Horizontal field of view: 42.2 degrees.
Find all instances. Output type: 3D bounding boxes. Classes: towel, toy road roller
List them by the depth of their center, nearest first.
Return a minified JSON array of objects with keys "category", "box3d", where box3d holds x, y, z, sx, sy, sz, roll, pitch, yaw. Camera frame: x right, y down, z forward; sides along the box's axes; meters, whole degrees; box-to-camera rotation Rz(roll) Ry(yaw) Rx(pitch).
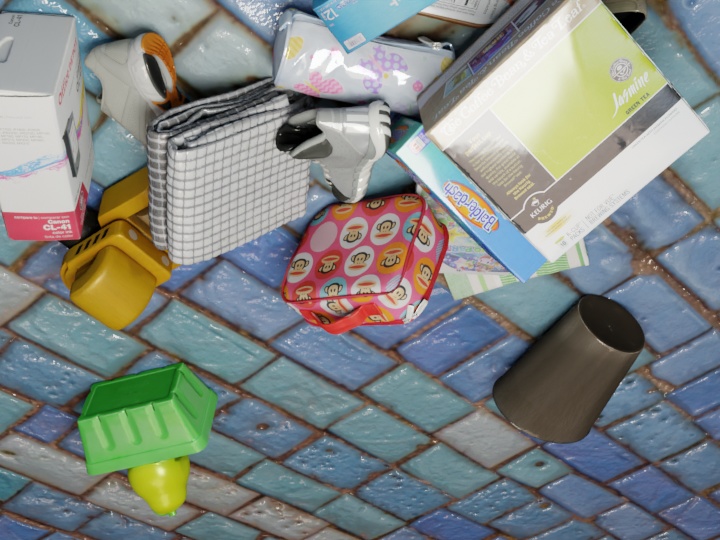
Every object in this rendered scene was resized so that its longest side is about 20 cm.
[{"category":"towel","box3d":[-0.148,-0.117,1.055,0.199,0.085,0.166,-29,142,-36]},{"category":"toy road roller","box3d":[-0.281,-0.018,1.157,0.199,0.147,0.123,-27,133,22]},{"category":"towel","box3d":[0.204,-0.031,1.275,0.199,0.023,0.153,-16,136,12]}]

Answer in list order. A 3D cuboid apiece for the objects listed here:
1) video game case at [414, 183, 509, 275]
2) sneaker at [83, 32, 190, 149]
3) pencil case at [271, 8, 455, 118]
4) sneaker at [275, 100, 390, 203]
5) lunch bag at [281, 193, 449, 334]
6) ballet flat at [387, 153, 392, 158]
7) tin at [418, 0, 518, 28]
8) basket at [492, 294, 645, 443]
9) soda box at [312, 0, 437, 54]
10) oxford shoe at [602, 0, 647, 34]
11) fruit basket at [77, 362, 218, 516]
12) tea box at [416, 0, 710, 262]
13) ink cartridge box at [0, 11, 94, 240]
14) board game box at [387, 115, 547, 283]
[{"category":"video game case","box3d":[0.136,-0.061,1.194,0.142,0.018,0.201,2,144,-1]},{"category":"sneaker","box3d":[-0.244,-0.179,1.057,0.091,0.076,0.201,1,135,14]},{"category":"pencil case","box3d":[0.003,-0.222,1.010,0.199,0.084,0.091,9,153,-12]},{"category":"sneaker","box3d":[-0.041,-0.136,1.047,0.115,0.076,0.200,1,160,-12]},{"category":"lunch bag","box3d":[0.000,0.000,1.147,0.199,0.177,0.082,-4,143,38]},{"category":"ballet flat","box3d":[0.127,-0.154,1.132,0.198,0.057,0.067,1,162,2]},{"category":"tin","box3d":[0.088,-0.312,0.959,0.199,0.042,0.112,9,139,-14]},{"category":"basket","box3d":[0.321,0.144,1.396,0.179,0.137,0.201,11,131,-21]},{"category":"soda box","box3d":[0.051,-0.296,0.896,0.199,0.068,0.064,-25,133,21]},{"category":"oxford shoe","box3d":[0.221,-0.241,1.015,0.070,0.075,0.200,30,127,-31]},{"category":"fruit basket","box3d":[-0.318,0.268,1.448,0.214,0.156,0.217,1,122,1]},{"category":"tea box","box3d":[0.194,-0.157,0.936,0.200,0.134,0.197,-41,110,17]},{"category":"ink cartridge box","box3d":[-0.346,-0.152,1.009,0.085,0.148,0.201,2,137,-7]},{"category":"board game box","box3d":[0.109,-0.083,1.037,0.045,0.152,0.200,-45,103,5]}]
